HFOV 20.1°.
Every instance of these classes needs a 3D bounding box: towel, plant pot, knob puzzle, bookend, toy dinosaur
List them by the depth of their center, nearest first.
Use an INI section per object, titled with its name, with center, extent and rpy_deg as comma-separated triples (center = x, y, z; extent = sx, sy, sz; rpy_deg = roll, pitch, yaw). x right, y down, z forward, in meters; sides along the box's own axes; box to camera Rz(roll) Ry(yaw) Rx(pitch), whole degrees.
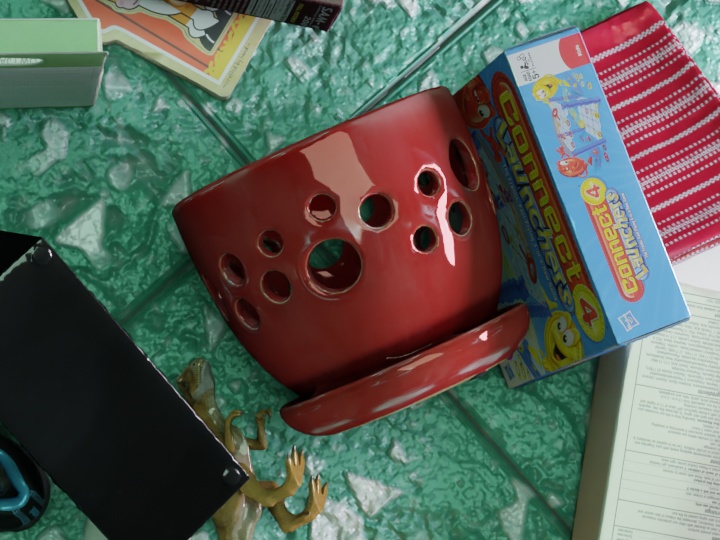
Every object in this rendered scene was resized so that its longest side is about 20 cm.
[bookend]
center = -0.194, 0.077, 1.291
extent = 0.092, 0.200, 0.199
rpy_deg = -44, 108, -14
[plant pot]
center = 0.000, 0.000, 1.320
extent = 0.200, 0.200, 0.183
rpy_deg = -22, 89, -13
[toy dinosaur]
center = -0.080, 0.159, 1.359
extent = 0.106, 0.060, 0.201
rpy_deg = -9, 80, 22
[towel]
center = 0.195, -0.094, 1.419
extent = 0.144, 0.023, 0.200
rpy_deg = -24, 59, -13
[knob puzzle]
center = -0.137, -0.245, 1.420
extent = 0.218, 0.030, 0.221
rpy_deg = 2, 81, -10

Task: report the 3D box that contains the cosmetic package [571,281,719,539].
[cosmetic package]
center = 0.213, 0.112, 1.396
extent = 0.103, 0.073, 0.201
rpy_deg = 12, 83, -8

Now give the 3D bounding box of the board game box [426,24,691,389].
[board game box]
center = 0.120, -0.035, 1.345
extent = 0.056, 0.196, 0.201
rpy_deg = -19, 84, -19

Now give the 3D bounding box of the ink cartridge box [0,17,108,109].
[ink cartridge box]
center = -0.237, -0.139, 1.296
extent = 0.145, 0.200, 0.048
rpy_deg = -2, 83, -10

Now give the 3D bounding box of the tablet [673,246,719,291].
[tablet]
center = 0.217, -0.035, 1.459
extent = 0.129, 0.014, 0.201
rpy_deg = -17, 84, -12

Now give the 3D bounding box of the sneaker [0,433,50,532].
[sneaker]
center = -0.286, 0.098, 1.309
extent = 0.199, 0.082, 0.073
rpy_deg = 30, 80, -3

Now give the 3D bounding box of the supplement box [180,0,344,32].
[supplement box]
center = -0.105, -0.239, 1.378
extent = 0.199, 0.061, 0.109
rpy_deg = 10, 78, -10

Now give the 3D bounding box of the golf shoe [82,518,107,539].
[golf shoe]
center = -0.157, 0.225, 1.296
extent = 0.078, 0.097, 0.201
rpy_deg = -4, 78, 18
